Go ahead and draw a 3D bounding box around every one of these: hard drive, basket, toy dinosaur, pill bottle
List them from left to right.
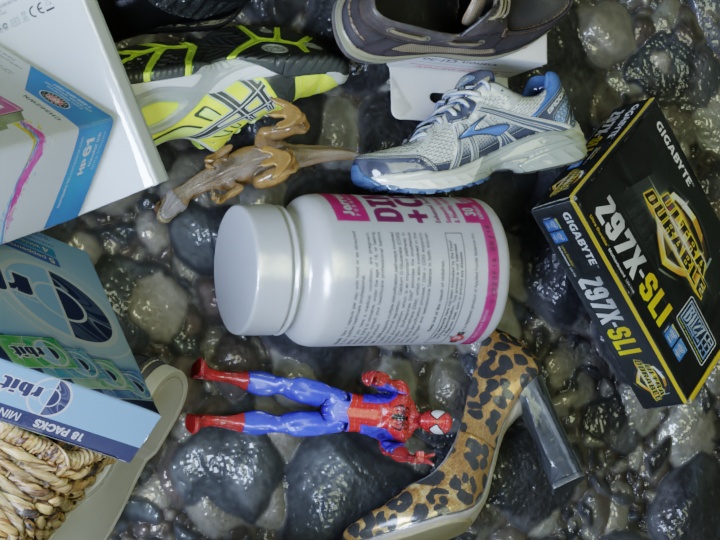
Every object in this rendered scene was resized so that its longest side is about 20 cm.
[{"bbox_3d":[-0.253,0.076,1.092,0.200,0.143,0.149,37,73,5],"label":"basket"},{"bbox_3d":[-0.227,-0.133,1.171,0.200,0.132,0.027,69,23,-4],"label":"hard drive"},{"bbox_3d":[-0.060,-0.084,1.262,0.200,0.106,0.061,-12,78,-19],"label":"toy dinosaur"},{"bbox_3d":[0.000,0.000,1.259,0.200,0.113,0.114,0,85,-25],"label":"pill bottle"}]

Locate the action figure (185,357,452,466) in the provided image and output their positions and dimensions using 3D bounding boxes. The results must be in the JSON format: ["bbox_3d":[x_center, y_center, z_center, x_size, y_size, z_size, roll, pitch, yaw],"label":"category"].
[{"bbox_3d":[-0.019,0.103,1.238,0.200,0.099,0.065,7,84,-18],"label":"action figure"}]

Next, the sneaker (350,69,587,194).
[{"bbox_3d":[0.078,-0.109,1.306,0.200,0.077,0.085,-14,98,-26],"label":"sneaker"}]

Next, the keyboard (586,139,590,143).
[{"bbox_3d":[0.217,-0.017,1.413,0.104,0.040,0.200,-16,91,-48],"label":"keyboard"}]

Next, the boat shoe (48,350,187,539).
[{"bbox_3d":[-0.200,0.144,1.197,0.063,0.073,0.200,27,76,25],"label":"boat shoe"}]

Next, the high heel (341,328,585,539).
[{"bbox_3d":[0.060,0.132,1.318,0.200,0.071,0.143,-19,69,-12],"label":"high heel"}]

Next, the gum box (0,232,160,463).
[{"bbox_3d":[-0.232,0.026,1.084,0.170,0.200,0.045,25,110,-34],"label":"gum box"}]

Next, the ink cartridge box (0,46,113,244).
[{"bbox_3d":[-0.274,-0.083,1.073,0.144,0.200,0.085,32,114,13],"label":"ink cartridge box"}]

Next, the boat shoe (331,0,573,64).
[{"bbox_3d":[0.079,-0.194,1.262,0.200,0.073,0.075,-15,91,-23],"label":"boat shoe"}]

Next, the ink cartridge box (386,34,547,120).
[{"bbox_3d":[0.084,-0.220,1.344,0.116,0.067,0.200,1,85,-24],"label":"ink cartridge box"}]

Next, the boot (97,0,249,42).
[{"bbox_3d":[-0.149,-0.211,1.186,0.211,0.158,0.080,-15,91,-25],"label":"boot"}]

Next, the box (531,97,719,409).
[{"bbox_3d":[0.233,-0.014,1.365,0.160,0.049,0.200,-46,112,-40],"label":"box"}]

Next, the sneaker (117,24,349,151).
[{"bbox_3d":[-0.101,-0.133,1.261,0.200,0.075,0.077,-11,120,-27],"label":"sneaker"}]
